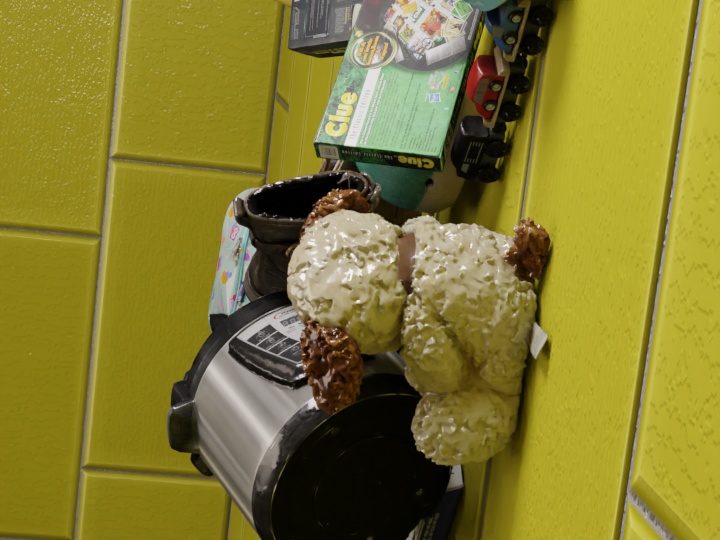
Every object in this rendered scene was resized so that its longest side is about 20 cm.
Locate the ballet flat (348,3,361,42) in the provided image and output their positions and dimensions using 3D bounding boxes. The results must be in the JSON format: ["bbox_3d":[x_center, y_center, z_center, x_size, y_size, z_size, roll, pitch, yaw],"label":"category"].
[{"bbox_3d":[0.032,-0.247,1.534,0.072,0.068,0.201,41,109,47],"label":"ballet flat"}]

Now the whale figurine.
[{"bbox_3d":[0.045,-0.142,1.433,0.201,0.103,0.160,-88,14,-45],"label":"whale figurine"}]

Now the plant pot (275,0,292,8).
[{"bbox_3d":[-0.022,-0.363,1.811,0.201,0.199,0.190,-122,54,-77],"label":"plant pot"}]

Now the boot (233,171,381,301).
[{"bbox_3d":[-0.005,-0.026,1.337,0.174,0.198,0.070,107,151,-64],"label":"boot"}]

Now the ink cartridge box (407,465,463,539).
[{"bbox_3d":[0.055,0.162,1.408,0.201,0.039,0.100,-91,10,-45],"label":"ink cartridge box"}]

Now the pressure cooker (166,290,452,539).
[{"bbox_3d":[-0.044,0.115,1.312,0.179,0.176,0.200,-52,40,6],"label":"pressure cooker"}]

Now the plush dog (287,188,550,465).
[{"bbox_3d":[0.033,0.017,1.182,0.161,0.170,0.201,106,168,-50],"label":"plush dog"}]

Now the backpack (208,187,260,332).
[{"bbox_3d":[-0.080,-0.007,2.006,0.153,0.175,0.202,-21,61,62],"label":"backpack"}]

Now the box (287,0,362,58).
[{"bbox_3d":[0.003,-0.315,1.645,0.157,0.051,0.202,0,84,50],"label":"box"}]

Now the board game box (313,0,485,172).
[{"bbox_3d":[0.038,-0.167,1.353,0.024,0.104,0.201,81,-157,-54],"label":"board game box"}]

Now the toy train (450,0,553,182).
[{"bbox_3d":[0.101,-0.140,1.253,0.201,0.045,0.034,105,168,-48],"label":"toy train"}]

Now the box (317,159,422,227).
[{"bbox_3d":[0.013,-0.060,1.513,0.201,0.021,0.164,74,-151,-42],"label":"box"}]

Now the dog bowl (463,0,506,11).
[{"bbox_3d":[0.094,-0.241,1.212,0.112,0.050,0.200,-49,15,6],"label":"dog bowl"}]
